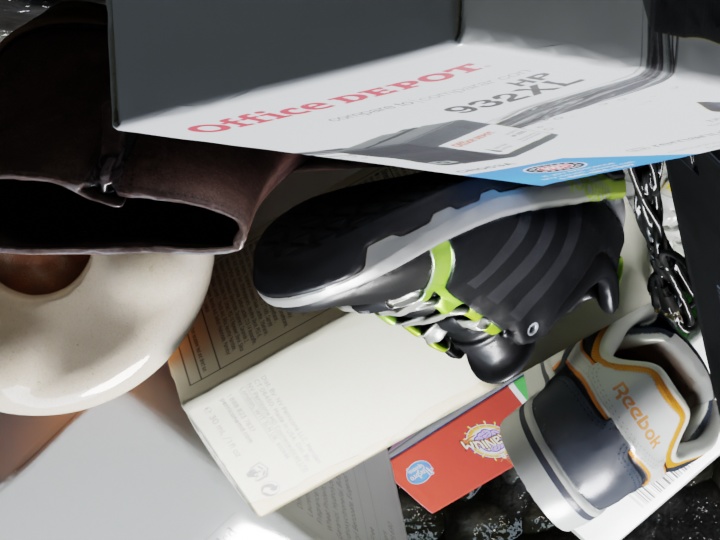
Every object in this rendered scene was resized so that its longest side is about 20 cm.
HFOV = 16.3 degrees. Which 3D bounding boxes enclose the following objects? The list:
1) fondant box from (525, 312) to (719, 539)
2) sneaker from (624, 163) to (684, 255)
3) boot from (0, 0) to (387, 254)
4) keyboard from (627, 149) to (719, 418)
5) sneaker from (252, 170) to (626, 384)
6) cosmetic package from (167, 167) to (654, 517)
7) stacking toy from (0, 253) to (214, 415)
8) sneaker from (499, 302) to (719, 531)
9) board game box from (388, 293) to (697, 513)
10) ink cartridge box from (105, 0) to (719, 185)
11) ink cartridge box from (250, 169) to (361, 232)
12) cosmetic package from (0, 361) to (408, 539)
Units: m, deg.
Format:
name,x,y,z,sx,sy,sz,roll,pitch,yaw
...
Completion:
name,x,y,z,sx,sy,sz,roll,pitch,yaw
fondant box,0.162,0.043,1.316,0.144,0.058,0.200,-44,-169,22
sneaker,0.148,-0.042,1.151,0.200,0.081,0.077,0,174,-9
boot,-0.033,-0.041,0.854,0.200,0.072,0.166,4,-153,0
keyboard,0.138,0.007,0.944,0.021,0.127,0.200,-29,136,-10
sneaker,0.043,0.003,0.913,0.072,0.083,0.200,-4,-172,41
cosmetic package,0.018,0.008,1.060,0.200,0.073,0.104,-28,-149,4
stacking toy,-0.133,-0.024,1.096,0.146,0.146,0.200,-3,-172,0
sneaker,0.115,0.054,1.091,0.079,0.078,0.200,-35,-175,13
board game box,0.109,0.031,1.305,0.040,0.153,0.200,43,140,-9
ink cartridge box,0.042,-0.083,0.768,0.145,0.084,0.200,-9,170,43
ink cartridge box,0.000,0.000,1.224,0.146,0.083,0.200,23,170,-4
cosmetic package,-0.103,0.118,1.181,0.165,0.200,0.165,-42,-156,15
